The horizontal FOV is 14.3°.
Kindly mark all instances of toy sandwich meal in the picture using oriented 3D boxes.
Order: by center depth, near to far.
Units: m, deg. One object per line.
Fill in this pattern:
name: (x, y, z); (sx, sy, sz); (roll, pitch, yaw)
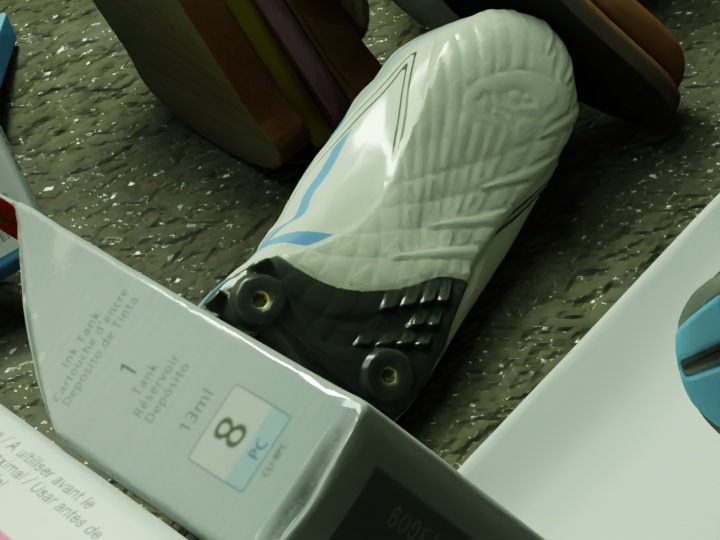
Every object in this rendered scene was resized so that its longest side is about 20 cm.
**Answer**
toy sandwich meal: (-0.077, -0.123, 0.997); (0.070, 0.205, 0.205); (-49, 38, -10)

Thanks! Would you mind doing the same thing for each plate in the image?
plate: (0.134, 0.051, 0.763); (0.199, 0.032, 0.200); (12, 45, 42)

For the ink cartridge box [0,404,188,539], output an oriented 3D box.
ink cartridge box: (-0.051, 0.126, 0.635); (0.075, 0.165, 0.200); (-35, 35, -19)

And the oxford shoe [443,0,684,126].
oxford shoe: (0.042, -0.130, 0.943); (0.071, 0.200, 0.071); (-48, 8, -18)

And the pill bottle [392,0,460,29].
pill bottle: (0.040, -0.174, 1.078); (0.112, 0.113, 0.200); (-20, 31, 2)

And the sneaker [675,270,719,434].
sneaker: (0.178, 0.001, 0.733); (0.199, 0.073, 0.082); (-13, 16, 3)

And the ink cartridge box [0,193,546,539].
ink cartridge box: (-0.029, 0.047, 0.700); (0.200, 0.160, 0.047); (26, 81, 44)

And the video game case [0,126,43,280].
video game case: (-0.210, -0.063, 0.998); (0.143, 0.200, 0.018); (-28, -9, 6)

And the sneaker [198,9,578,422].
sneaker: (0.000, 0.000, 0.900); (0.200, 0.072, 0.072); (-51, 3, -28)

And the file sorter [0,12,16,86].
file sorter: (-0.251, -0.089, 1.095); (0.199, 0.123, 0.139); (-17, 23, 7)
